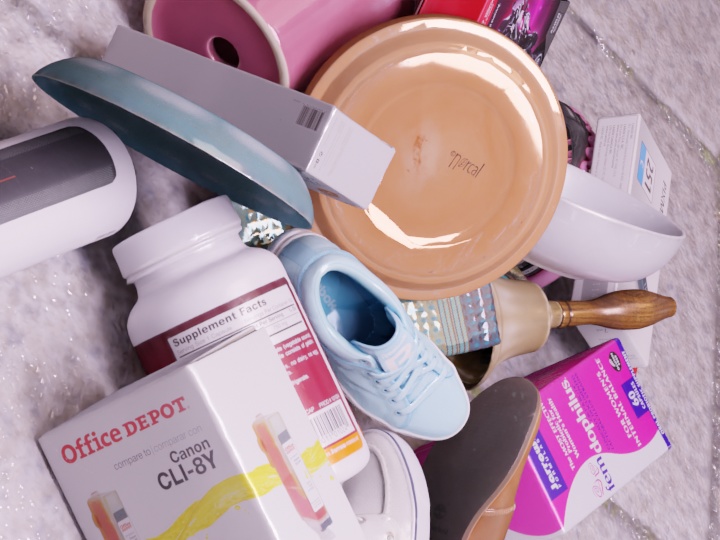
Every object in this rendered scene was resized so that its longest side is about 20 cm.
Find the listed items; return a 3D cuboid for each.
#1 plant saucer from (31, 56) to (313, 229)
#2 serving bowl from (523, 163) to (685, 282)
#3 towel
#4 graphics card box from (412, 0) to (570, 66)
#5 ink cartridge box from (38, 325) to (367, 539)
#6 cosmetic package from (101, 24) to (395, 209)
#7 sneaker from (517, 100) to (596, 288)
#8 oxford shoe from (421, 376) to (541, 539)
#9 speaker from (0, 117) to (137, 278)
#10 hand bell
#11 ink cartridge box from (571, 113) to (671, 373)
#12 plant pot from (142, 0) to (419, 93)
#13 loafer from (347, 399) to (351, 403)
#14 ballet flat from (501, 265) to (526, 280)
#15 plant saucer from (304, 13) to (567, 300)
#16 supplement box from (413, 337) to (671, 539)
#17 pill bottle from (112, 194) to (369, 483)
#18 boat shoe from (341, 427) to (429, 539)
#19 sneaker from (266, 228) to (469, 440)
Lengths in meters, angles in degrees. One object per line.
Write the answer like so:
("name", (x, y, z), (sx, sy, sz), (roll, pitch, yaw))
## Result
("plant saucer", (-0.113, -0.084, 1.372), (0.200, 0.200, 0.028), (31, 84, -39))
("serving bowl", (0.149, -0.041, 1.701), (0.199, 0.066, 0.200), (24, 11, -5))
("towel", (0.000, 0.000, 1.554), (0.199, 0.022, 0.148), (-10, 90, -26))
("graphics card box", (0.083, -0.157, 1.617), (0.051, 0.126, 0.200), (28, 13, 16))
("ink cartridge box", (-0.088, 0.155, 1.336), (0.083, 0.145, 0.201), (-26, 90, -54))
("cosmetic package", (-0.080, -0.102, 1.459), (0.082, 0.199, 0.051), (27, 87, -55))
("sneaker", (0.142, -0.081, 1.856), (0.095, 0.079, 0.201), (31, 44, -22))
("oxford shoe", (0.081, 0.171, 1.562), (0.071, 0.071, 0.201), (30, 86, -45))
("speaker", (-0.226, -0.035, 1.328), (0.200, 0.081, 0.082), (-26, 90, -55))
("hand bell", (0.163, 0.033, 1.709), (0.199, 0.104, 0.105), (-4, 71, -27))
("ink cartridge box", (0.236, -0.003, 1.876), (0.176, 0.044, 0.201), (53, 40, -49))
("plant pot", (-0.054, -0.204, 1.578), (0.200, 0.200, 0.179), (55, 51, -14))
("loafer", (-0.007, -0.003, 1.600), (0.075, 0.070, 0.201), (-2, 87, -23))
("ballet flat", (0.057, -0.028, 1.719), (0.200, 0.070, 0.071), (39, 42, -32))
("plant saucer", (0.049, -0.076, 1.514), (0.201, 0.200, 0.032), (50, 0, -19))
("supplement box", (0.142, 0.140, 1.685), (0.200, 0.103, 0.102), (-28, 91, -54))
("pill bottle", (-0.083, 0.059, 1.429), (0.113, 0.113, 0.201), (-24, 88, -55))
("boat shoe", (-0.001, 0.197, 1.495), (0.070, 0.071, 0.201), (29, 55, -44))
("sneaker", (0.012, 0.056, 1.492), (0.200, 0.074, 0.082), (43, -4, -26))
